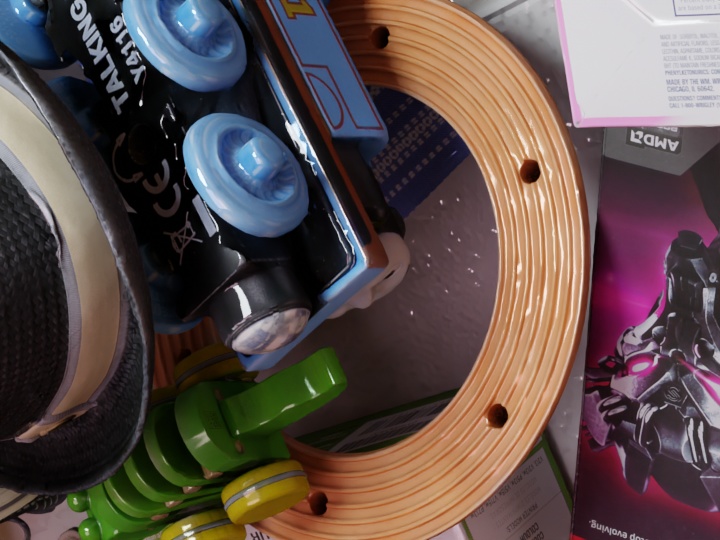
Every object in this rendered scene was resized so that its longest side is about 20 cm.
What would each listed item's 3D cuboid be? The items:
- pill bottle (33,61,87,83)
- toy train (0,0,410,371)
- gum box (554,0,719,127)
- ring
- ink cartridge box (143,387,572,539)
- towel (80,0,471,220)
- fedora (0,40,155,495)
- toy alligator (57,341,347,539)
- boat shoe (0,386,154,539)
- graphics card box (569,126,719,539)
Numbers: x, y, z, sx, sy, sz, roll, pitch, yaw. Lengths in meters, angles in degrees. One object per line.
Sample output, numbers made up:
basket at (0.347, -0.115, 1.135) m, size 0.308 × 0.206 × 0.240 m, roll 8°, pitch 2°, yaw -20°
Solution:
pill bottle at (-0.200, -0.072, 0.994) m, size 0.200 × 0.112 × 0.112 m, roll 19°, pitch 119°, yaw 37°
toy train at (-0.050, -0.062, 0.877) m, size 0.087 × 0.114 × 0.200 m, roll -43°, pitch 65°, yaw 37°
gum box at (0.161, -0.091, 0.781) m, size 0.199 × 0.113 × 0.066 m, roll 1°, pitch 111°, yaw 31°
ring at (0.000, 0.000, 0.921) m, size 0.200 × 0.019 × 0.201 m, roll -3°, pitch 84°, yaw 38°
ink cartridge box at (0.025, 0.157, 0.991) m, size 0.148 × 0.076 × 0.200 m, roll -19°, pitch 97°, yaw 36°
towel at (-0.055, -0.086, 0.979) m, size 0.200 × 0.024 × 0.145 m, roll 48°, pitch 124°, yaw 4°
fedora at (-0.157, 0.007, 0.842) m, size 0.200 × 0.091 × 0.201 m, roll 28°, pitch 132°, yaw 36°
toy alligator at (-0.077, 0.078, 0.928) m, size 0.200 × 0.054 × 0.059 m, roll -37°, pitch 68°, yaw 45°
boat shoe at (-0.139, 0.068, 0.980) m, size 0.075 × 0.200 × 0.062 m, roll 32°, pitch 127°, yaw 19°
graphics card box at (0.140, 0.030, 0.878) m, size 0.125 × 0.051 × 0.201 m, roll 17°, pitch 119°, yaw 24°
